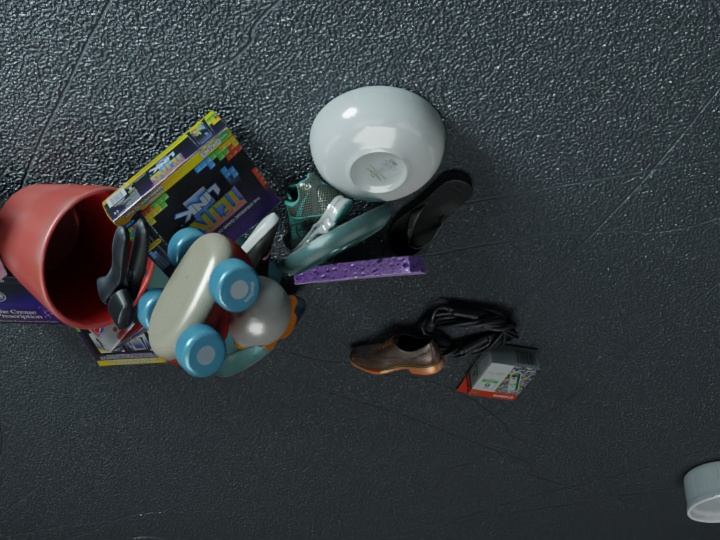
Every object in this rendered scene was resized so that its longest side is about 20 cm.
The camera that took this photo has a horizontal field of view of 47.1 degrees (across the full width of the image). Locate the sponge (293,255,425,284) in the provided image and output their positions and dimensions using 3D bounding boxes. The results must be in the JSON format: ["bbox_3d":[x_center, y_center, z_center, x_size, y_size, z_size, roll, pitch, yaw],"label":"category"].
[{"bbox_3d":[0.000,0.000,1.355,0.196,0.031,0.111,-6,178,17],"label":"sponge"}]

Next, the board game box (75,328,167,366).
[{"bbox_3d":[-0.411,0.111,1.534,0.195,0.058,0.167,-3,145,2],"label":"board game box"}]

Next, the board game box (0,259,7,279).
[{"bbox_3d":[-0.595,-0.099,1.161,0.199,0.043,0.201,37,148,19],"label":"board game box"}]

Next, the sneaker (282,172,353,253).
[{"bbox_3d":[-0.083,-0.092,1.257,0.091,0.078,0.200,44,150,-7],"label":"sneaker"}]

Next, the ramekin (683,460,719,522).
[{"bbox_3d":[0.942,0.574,2.150,0.196,0.099,0.202,-1,144,-1],"label":"ramekin"}]

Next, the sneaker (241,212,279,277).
[{"bbox_3d":[-0.144,0.009,1.207,0.098,0.071,0.201,36,122,-3],"label":"sneaker"}]

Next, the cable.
[{"bbox_3d":[0.205,0.124,1.569,0.196,0.052,0.164,7,143,-12],"label":"cable"}]

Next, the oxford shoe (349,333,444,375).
[{"bbox_3d":[0.063,0.151,1.588,0.196,0.072,0.074,-3,126,26],"label":"oxford shoe"}]

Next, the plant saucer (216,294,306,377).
[{"bbox_3d":[-0.182,0.102,1.434,0.198,0.201,0.036,-27,110,31],"label":"plant saucer"}]

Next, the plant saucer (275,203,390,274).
[{"bbox_3d":[-0.036,-0.042,1.252,0.198,0.028,0.200,-30,178,-1],"label":"plant saucer"}]

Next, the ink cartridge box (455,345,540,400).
[{"bbox_3d":[0.280,0.227,1.709,0.107,0.051,0.201,9,142,-13],"label":"ink cartridge box"}]

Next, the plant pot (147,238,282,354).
[{"bbox_3d":[-0.251,0.018,1.347,0.140,0.143,0.200,-25,129,29],"label":"plant pot"}]

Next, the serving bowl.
[{"bbox_3d":[0.025,-0.162,1.168,0.195,0.067,0.202,-1,143,-1],"label":"serving bowl"}]

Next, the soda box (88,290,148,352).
[{"bbox_3d":[-0.363,0.062,1.347,0.063,0.200,0.070,44,105,0],"label":"soda box"}]

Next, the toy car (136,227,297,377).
[{"bbox_3d":[-0.167,0.064,1.117,0.198,0.179,0.183,29,179,-37],"label":"toy car"}]

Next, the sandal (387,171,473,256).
[{"bbox_3d":[0.103,-0.079,1.299,0.075,0.044,0.201,15,141,-22],"label":"sandal"}]

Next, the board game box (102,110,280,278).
[{"bbox_3d":[-0.233,-0.096,1.166,0.199,0.057,0.166,-41,138,-4],"label":"board game box"}]

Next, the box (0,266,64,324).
[{"bbox_3d":[-0.529,0.023,1.398,0.195,0.080,0.142,1,141,-3],"label":"box"}]

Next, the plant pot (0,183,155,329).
[{"bbox_3d":[-0.424,-0.038,1.201,0.175,0.202,0.201,19,157,36],"label":"plant pot"}]

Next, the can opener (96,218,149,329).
[{"bbox_3d":[-0.309,-0.003,1.107,0.063,0.079,0.201,-28,158,-39],"label":"can opener"}]
